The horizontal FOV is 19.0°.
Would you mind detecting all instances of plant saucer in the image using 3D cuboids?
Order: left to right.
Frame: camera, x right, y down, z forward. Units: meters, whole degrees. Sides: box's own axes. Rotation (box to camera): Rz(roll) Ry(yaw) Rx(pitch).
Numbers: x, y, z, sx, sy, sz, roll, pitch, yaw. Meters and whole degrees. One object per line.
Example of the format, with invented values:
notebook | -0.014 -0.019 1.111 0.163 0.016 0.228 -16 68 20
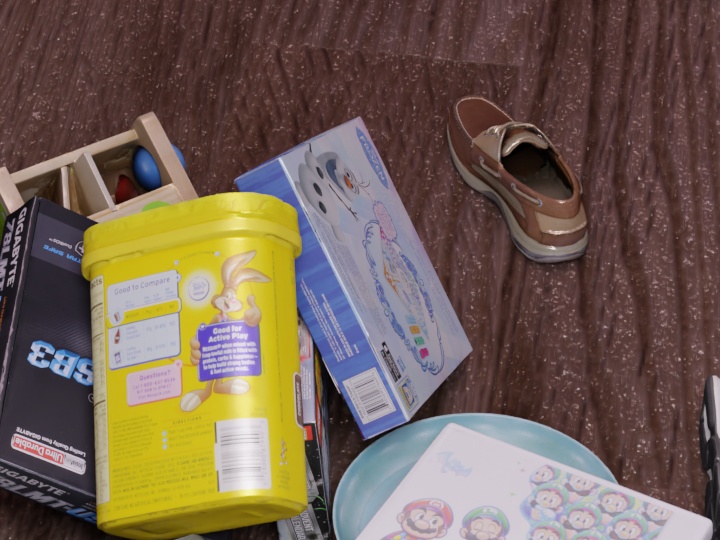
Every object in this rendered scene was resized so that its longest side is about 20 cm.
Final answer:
plant saucer | 0.081 0.173 1.464 0.200 0.027 0.200 0 39 0

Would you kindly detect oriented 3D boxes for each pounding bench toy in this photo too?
pounding bench toy | -0.178 0.009 1.613 0.156 0.124 0.200 -23 79 -27

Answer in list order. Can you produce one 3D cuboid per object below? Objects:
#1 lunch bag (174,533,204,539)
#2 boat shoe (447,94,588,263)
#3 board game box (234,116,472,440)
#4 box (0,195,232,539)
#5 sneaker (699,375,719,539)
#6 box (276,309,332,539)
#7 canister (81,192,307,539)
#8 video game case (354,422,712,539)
lunch bag | -0.125 0.253 1.298 0.164 0.118 0.200 29 24 36
boat shoe | 0.133 -0.091 1.782 0.076 0.072 0.200 -17 45 -21
board game box | 0.000 0.000 1.540 0.043 0.200 0.199 -24 4 20
box | -0.166 0.076 1.476 0.200 0.050 0.199 26 53 -31
sneaker | 0.302 0.148 1.517 0.115 0.076 0.201 4 38 4
box | -0.045 0.085 1.526 0.040 0.137 0.200 -5 42 2
canister | -0.107 0.065 1.394 0.148 0.087 0.200 -12 71 26
video game case | 0.103 0.189 1.403 0.200 0.024 0.182 19 42 23
